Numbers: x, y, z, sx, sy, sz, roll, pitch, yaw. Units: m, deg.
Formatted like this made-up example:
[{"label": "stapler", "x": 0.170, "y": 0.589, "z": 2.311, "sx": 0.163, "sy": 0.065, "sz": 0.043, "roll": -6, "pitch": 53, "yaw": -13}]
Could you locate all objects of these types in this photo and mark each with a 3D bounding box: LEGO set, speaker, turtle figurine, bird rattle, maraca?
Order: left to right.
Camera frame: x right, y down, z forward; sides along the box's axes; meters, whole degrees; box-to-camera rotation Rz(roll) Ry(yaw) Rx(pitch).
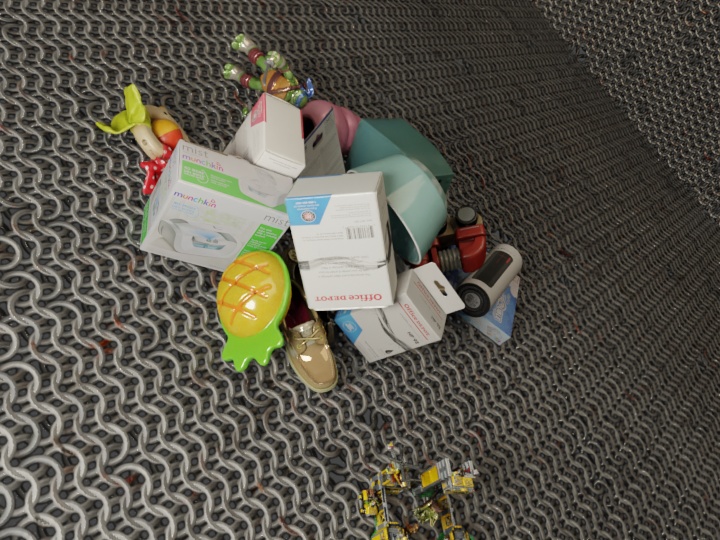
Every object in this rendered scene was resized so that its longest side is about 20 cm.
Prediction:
[{"label": "bird rattle", "x": -0.346, "y": -0.227, "z": 1.188, "sx": 0.200, "sy": 0.113, "sz": 0.163, "roll": 47, "pitch": 24, "yaw": -3}, {"label": "maraca", "x": -0.169, "y": 0.059, "z": 1.077, "sx": 0.107, "sy": 0.136, "sz": 0.202, "roll": 36, "pitch": 43, "yaw": -50}, {"label": "turtle figurine", "x": -0.212, "y": -0.386, "z": 1.383, "sx": 0.200, "sy": 0.145, "sz": 0.194, "roll": -39, "pitch": 65, "yaw": -23}, {"label": "LEGO set", "x": 0.109, "y": 0.363, "z": 1.063, "sx": 0.198, "sy": 0.116, "sz": 0.155, "roll": 22, "pitch": 46, "yaw": -25}, {"label": "speaker", "x": 0.275, "y": 0.019, "z": 1.450, "sx": 0.081, "sy": 0.081, "sz": 0.200, "roll": 47, "pitch": 42, "yaw": 3}]

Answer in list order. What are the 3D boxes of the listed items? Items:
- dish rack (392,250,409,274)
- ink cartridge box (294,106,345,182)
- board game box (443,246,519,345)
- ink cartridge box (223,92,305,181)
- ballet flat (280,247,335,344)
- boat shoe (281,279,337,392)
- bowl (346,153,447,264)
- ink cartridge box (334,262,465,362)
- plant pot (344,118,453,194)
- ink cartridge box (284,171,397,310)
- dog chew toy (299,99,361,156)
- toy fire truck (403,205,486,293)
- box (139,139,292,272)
[{"label": "dish rack", "x": 0.064, "y": 0.000, "z": 1.302, "sx": 0.172, "sy": 0.043, "sz": 0.200, "roll": 50, "pitch": 1, "yaw": 30}, {"label": "ink cartridge box", "x": -0.084, "y": -0.184, "z": 1.315, "sx": 0.040, "sy": 0.202, "sz": 0.200, "roll": 4, "pitch": 37, "yaw": 20}, {"label": "board game box", "x": 0.260, "y": 0.033, "z": 1.518, "sx": 0.198, "sy": 0.043, "sz": 0.201, "roll": 36, "pitch": 42, "yaw": -12}, {"label": "ink cartridge box", "x": -0.184, "y": -0.186, "z": 1.207, "sx": 0.082, "sy": 0.200, "sz": 0.148, "roll": 18, "pitch": 47, "yaw": -31}, {"label": "ballet flat", "x": -0.090, "y": 0.041, "z": 1.216, "sx": 0.067, "sy": 0.046, "sz": 0.202, "roll": 0, "pitch": 58, "yaw": -39}, {"label": "boat shoe", "x": -0.095, "y": 0.105, "z": 1.127, "sx": 0.073, "sy": 0.067, "sz": 0.201, "roll": -23, "pitch": 67, "yaw": -15}, {"label": "bowl", "x": 0.076, "y": -0.122, "z": 1.184, "sx": 0.105, "sy": 0.201, "sz": 0.201, "roll": -39, "pitch": 84, "yaw": -9}, {"label": "ink cartridge box", "x": 0.068, "y": 0.075, "z": 1.183, "sx": 0.116, "sy": 0.199, "sz": 0.067, "roll": 51, "pitch": 37, "yaw": -23}, {"label": "plant pot", "x": 0.090, "y": -0.215, "z": 1.453, "sx": 0.140, "sy": 0.143, "sz": 0.200, "roll": -13, "pitch": 43, "yaw": -45}, {"label": "ink cartridge box", "x": -0.025, "y": -0.045, "z": 1.086, "sx": 0.143, "sy": 0.202, "sz": 0.084, "roll": -3, "pitch": 30, "yaw": 12}, {"label": "dog chew toy", "x": -0.057, "y": -0.301, "z": 1.474, "sx": 0.199, "sy": 0.124, "sz": 0.125, "roll": -12, "pitch": 65, "yaw": -53}, {"label": "toy fire truck", "x": 0.175, "y": -0.023, "z": 1.382, "sx": 0.174, "sy": 0.129, "sz": 0.202, "roll": -10, "pitch": 60, "yaw": 5}, {"label": "box", "x": -0.232, "y": -0.095, "z": 1.110, "sx": 0.198, "sy": 0.176, "sz": 0.098, "roll": 17, "pitch": 47, "yaw": -30}]
